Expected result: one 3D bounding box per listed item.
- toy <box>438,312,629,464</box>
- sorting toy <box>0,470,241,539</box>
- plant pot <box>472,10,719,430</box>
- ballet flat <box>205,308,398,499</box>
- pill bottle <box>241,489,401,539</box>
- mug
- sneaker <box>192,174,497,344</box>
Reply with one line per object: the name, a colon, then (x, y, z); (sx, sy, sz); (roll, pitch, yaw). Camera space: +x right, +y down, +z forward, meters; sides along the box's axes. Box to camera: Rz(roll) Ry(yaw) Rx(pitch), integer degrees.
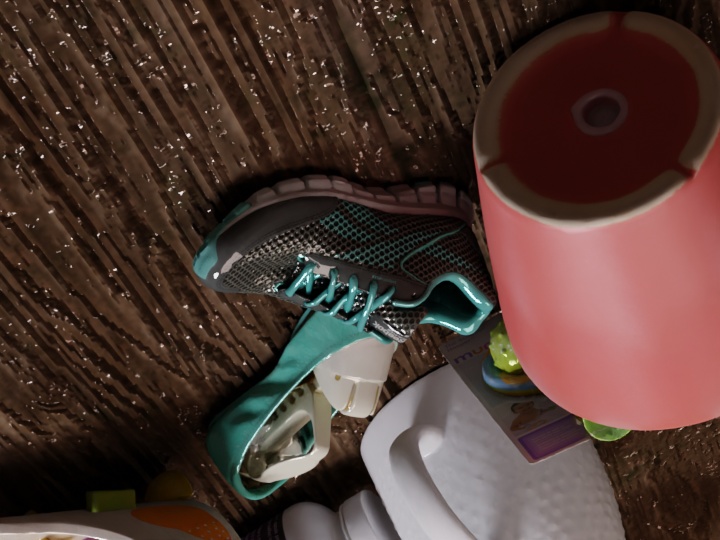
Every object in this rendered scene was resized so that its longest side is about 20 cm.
toy: (0.120, 0.044, 1.568); (0.115, 0.200, 0.047); (-24, 116, -6)
sorting toy: (-0.201, 0.195, 1.602); (0.179, 0.107, 0.200); (8, 138, -36)
plant pot: (0.154, -0.038, 1.428); (0.200, 0.201, 0.178); (-28, 142, 3)
ballet flat: (-0.023, 0.074, 1.570); (0.067, 0.071, 0.200); (3, 140, -43)
pill bottle: (-0.059, 0.237, 1.768); (0.199, 0.113, 0.112); (-33, 152, 12)
mug: (0.087, 0.160, 1.695); (0.147, 0.176, 0.200); (-37, 150, 19)
sneaker: (0.000, 0.000, 1.442); (0.199, 0.092, 0.078); (-4, 144, -36)
